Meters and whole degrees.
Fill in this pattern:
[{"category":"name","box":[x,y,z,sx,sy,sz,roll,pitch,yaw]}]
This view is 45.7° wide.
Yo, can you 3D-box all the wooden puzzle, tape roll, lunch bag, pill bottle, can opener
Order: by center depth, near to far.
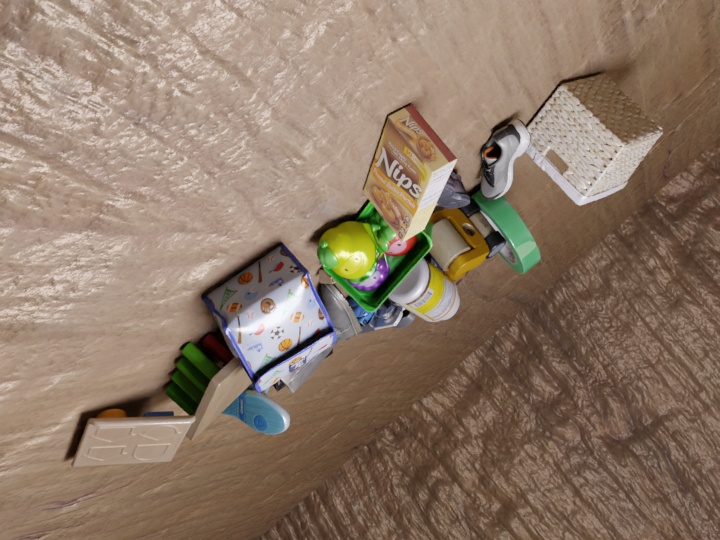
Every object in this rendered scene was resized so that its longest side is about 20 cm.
[{"category":"lunch bag","box":[-0.137,0.094,1.400,0.168,0.124,0.202,-31,133,-12]},{"category":"wooden puzzle","box":[-0.406,0.292,1.515,0.181,0.047,0.201,3,146,-29]},{"category":"pill bottle","box":[0.135,0.041,1.804,0.109,0.110,0.199,-41,145,12]},{"category":"tape roll","box":[0.308,-0.088,1.834,0.048,0.202,0.201,-36,163,-3]},{"category":"can opener","box":[0.034,0.116,1.888,0.198,0.066,0.053,-13,-136,48]}]

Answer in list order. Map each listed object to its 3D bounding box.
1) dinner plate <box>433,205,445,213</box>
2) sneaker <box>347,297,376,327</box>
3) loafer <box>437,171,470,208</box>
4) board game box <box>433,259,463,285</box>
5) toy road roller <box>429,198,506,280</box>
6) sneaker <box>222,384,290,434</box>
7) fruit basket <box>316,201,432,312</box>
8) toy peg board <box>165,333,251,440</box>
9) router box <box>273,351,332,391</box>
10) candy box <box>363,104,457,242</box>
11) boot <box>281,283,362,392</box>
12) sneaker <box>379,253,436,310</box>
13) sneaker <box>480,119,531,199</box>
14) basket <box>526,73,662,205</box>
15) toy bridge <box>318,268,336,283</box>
[{"category":"dinner plate","box":[0.128,-0.090,1.764,0.198,0.024,0.201,-36,162,-13]},{"category":"sneaker","box":[0.024,0.071,1.835,0.200,0.079,0.066,-43,132,13]},{"category":"loafer","box":[0.151,-0.163,1.594,0.070,0.065,0.199,-12,168,23]},{"category":"board game box","box":[0.228,-0.025,2.068,0.200,0.062,0.199,-44,163,15]},{"category":"toy road roller","box":[0.193,-0.043,1.765,0.198,0.124,0.147,-21,156,-46]},{"category":"sneaker","box":[-0.201,0.254,1.723,0.130,0.197,0.081,-25,129,-57]},{"category":"fruit basket","box":[0.015,-0.031,1.504,0.216,0.155,0.216,-48,178,-2]},{"category":"toy peg board","box":[-0.255,0.171,1.555,0.199,0.097,0.201,-44,170,-44]},{"category":"router box","box":[-0.133,0.170,1.831,0.156,0.053,0.201,-33,162,-16]},{"category":"candy box","box":[0.073,-0.149,1.345,0.055,0.116,0.201,-30,161,-24]},{"category":"boot","box":[-0.100,0.131,1.693,0.198,0.073,0.183,-34,133,-7]},{"category":"sneaker","box":[0.089,0.029,1.911,0.200,0.078,0.140,-46,162,-8]},{"category":"sneaker","box":[0.264,-0.212,1.673,0.078,0.075,0.202,-20,151,-22]},{"category":"basket","box":[0.461,-0.268,1.714,0.198,0.199,0.162,-21,152,-42]},{"category":"toy bridge","box":[0.000,0.000,1.659,0.066,0.028,0.198,1,-171,34]}]
